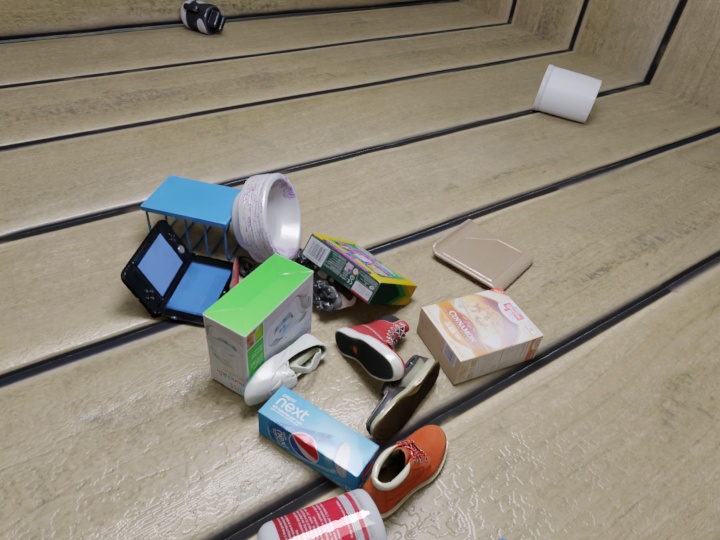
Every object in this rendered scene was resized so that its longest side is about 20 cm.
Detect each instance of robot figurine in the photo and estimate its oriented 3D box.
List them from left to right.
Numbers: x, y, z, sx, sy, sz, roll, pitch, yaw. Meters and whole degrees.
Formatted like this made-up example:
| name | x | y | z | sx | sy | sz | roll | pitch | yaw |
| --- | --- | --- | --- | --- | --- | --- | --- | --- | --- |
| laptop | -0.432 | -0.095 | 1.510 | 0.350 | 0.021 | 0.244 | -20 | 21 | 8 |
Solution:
| name | x | y | z | sx | sy | sz | roll | pitch | yaw |
| --- | --- | --- | --- | --- | --- | --- | --- | --- | --- |
| robot figurine | -0.692 | -1.113 | 2.354 | 0.200 | 0.150 | 0.125 | 22 | 56 | 17 |

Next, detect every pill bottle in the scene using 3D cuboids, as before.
| name | x | y | z | sx | sy | sz | roll | pitch | yaw |
| --- | --- | --- | --- | --- | --- | --- | --- | --- | --- |
| pill bottle | -0.070 | 0.384 | 0.728 | 0.199 | 0.113 | 0.112 | -12 | 44 | -21 |

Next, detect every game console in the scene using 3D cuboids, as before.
| name | x | y | z | sx | sy | sz | roll | pitch | yaw |
| --- | --- | --- | --- | --- | --- | --- | --- | --- | --- |
| game console | -0.371 | 0.000 | 1.130 | 0.116 | 0.176 | 0.200 | -14 | 36 | 19 |

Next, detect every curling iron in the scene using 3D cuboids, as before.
| name | x | y | z | sx | sy | sz | roll | pitch | yaw |
| --- | --- | --- | --- | --- | --- | --- | --- | --- | --- |
| curling iron | -0.262 | 0.038 | 1.160 | 0.049 | 0.026 | 0.200 | 15 | 40 | -15 |

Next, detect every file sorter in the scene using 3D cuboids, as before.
| name | x | y | z | sx | sy | sz | roll | pitch | yaw |
| --- | --- | --- | --- | --- | --- | --- | --- | --- | --- |
| file sorter | -0.378 | -0.120 | 1.256 | 0.199 | 0.123 | 0.139 | 12 | 41 | 6 |

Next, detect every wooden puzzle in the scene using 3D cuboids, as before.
| name | x | y | z | sx | sy | sz | roll | pitch | yaw |
| --- | --- | --- | --- | --- | --- | --- | --- | --- | --- |
| wooden puzzle | 0.302 | -0.036 | 1.328 | 0.200 | 0.037 | 0.185 | 37 | 48 | 24 |

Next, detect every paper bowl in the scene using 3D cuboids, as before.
| name | x | y | z | sx | sy | sz | roll | pitch | yaw |
| --- | --- | --- | --- | --- | --- | --- | --- | --- | --- |
| paper bowl | -0.217 | -0.116 | 1.217 | 0.104 | 0.201 | 0.201 | -2 | 38 | 18 |

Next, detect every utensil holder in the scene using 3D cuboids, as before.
| name | x | y | z | sx | sy | sz | roll | pitch | yaw |
| --- | --- | --- | --- | --- | --- | --- | --- | --- | --- |
| utensil holder | 0.774 | -0.659 | 2.014 | 0.199 | 0.170 | 0.170 | 23 | 43 | 13 |

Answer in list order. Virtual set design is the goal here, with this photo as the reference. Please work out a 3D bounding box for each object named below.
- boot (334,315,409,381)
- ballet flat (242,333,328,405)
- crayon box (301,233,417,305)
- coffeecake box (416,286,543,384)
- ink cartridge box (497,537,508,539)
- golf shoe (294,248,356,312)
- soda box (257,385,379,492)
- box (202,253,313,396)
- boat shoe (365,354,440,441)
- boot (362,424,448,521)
| name | x | y | z | sx | sy | sz | roll | pitch | yaw |
| --- | --- | --- | --- | --- | --- | --- | --- | --- | --- |
| boot | 0.058 | 0.137 | 1.025 | 0.144 | 0.073 | 0.200 | -15 | 20 | -27 |
| ballet flat | -0.127 | 0.179 | 0.975 | 0.069 | 0.070 | 0.200 | 26 | 35 | 21 |
| crayon box | 0.000 | 0.000 | 1.159 | 0.200 | 0.058 | 0.172 | 36 | 13 | 28 |
| coffeecake box | 0.241 | 0.128 | 1.097 | 0.199 | 0.073 | 0.154 | -12 | 43 | -22 |
| ink cartridge box | 0.254 | 0.439 | 0.685 | 0.199 | 0.145 | 0.084 | 14 | 42 | 9 |
| golf shoe | -0.083 | 0.024 | 1.186 | 0.094 | 0.078 | 0.200 | 5 | 34 | -38 |
| soda box | -0.072 | 0.278 | 0.886 | 0.200 | 0.064 | 0.068 | 26 | 44 | 22 |
| box | -0.183 | 0.100 | 0.989 | 0.096 | 0.177 | 0.200 | 24 | 43 | 20 |
| boat shoe | 0.070 | 0.226 | 0.971 | 0.065 | 0.073 | 0.200 | 19 | 39 | 36 |
| boot | 0.081 | 0.300 | 0.852 | 0.075 | 0.107 | 0.200 | 31 | 45 | 28 |
